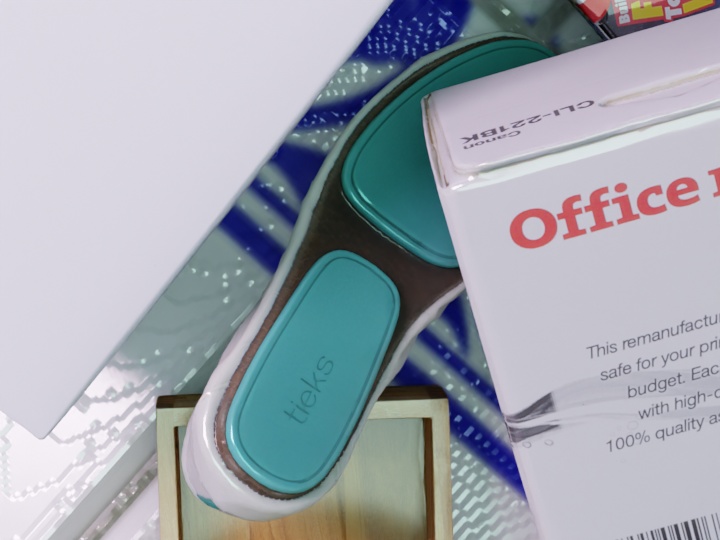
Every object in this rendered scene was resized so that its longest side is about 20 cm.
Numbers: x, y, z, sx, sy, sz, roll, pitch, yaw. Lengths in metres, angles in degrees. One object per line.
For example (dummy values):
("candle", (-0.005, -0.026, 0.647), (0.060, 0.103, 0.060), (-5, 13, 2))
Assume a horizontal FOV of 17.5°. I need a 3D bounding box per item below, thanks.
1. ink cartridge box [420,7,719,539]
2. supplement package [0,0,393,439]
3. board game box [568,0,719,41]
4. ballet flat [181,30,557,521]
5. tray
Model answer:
("ink cartridge box", (0.113, 0.026, 0.719), (0.144, 0.084, 0.200), (-16, 114, 3))
("supplement package", (-0.091, -0.082, 0.718), (0.156, 0.111, 0.200), (38, 105, -6))
("board game box", (0.149, -0.083, 0.774), (0.200, 0.062, 0.200), (-7, 101, 0))
("ballet flat", (0.000, 0.000, 0.765), (0.069, 0.069, 0.200), (38, 61, -6))
("tray", (-0.017, 0.142, 0.802), (0.099, 0.037, 0.200), (-2, 95, -3))
